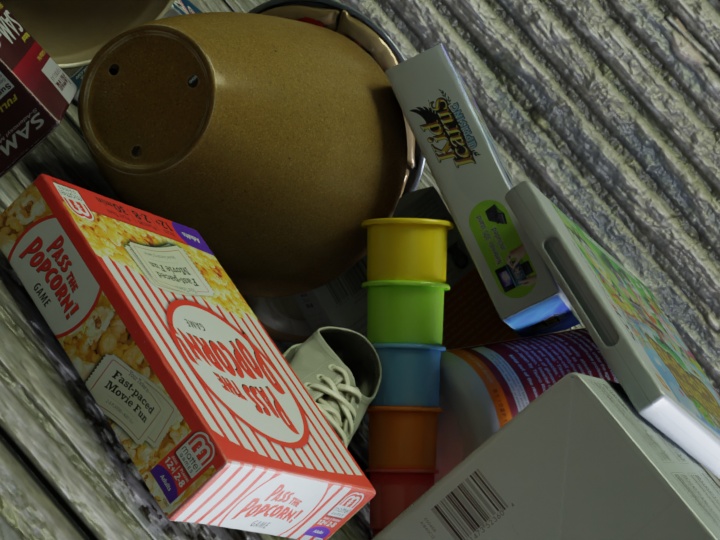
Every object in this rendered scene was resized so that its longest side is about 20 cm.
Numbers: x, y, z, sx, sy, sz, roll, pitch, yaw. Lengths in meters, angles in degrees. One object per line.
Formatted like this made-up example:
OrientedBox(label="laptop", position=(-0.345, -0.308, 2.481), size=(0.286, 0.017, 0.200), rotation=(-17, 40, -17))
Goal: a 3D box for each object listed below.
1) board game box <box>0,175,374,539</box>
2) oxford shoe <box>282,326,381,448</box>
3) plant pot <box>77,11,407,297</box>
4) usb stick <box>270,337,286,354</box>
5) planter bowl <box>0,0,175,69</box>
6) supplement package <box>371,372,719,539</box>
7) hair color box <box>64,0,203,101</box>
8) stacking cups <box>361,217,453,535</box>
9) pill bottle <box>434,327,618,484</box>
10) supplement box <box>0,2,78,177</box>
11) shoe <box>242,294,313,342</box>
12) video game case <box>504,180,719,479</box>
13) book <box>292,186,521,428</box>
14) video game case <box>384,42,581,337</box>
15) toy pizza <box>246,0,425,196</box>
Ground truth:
OrientedBox(label="board game box", position=(-0.095, 0.050, 1.223), size=(0.200, 0.046, 0.151), rotation=(54, 17, 26))
OrientedBox(label="oxford shoe", position=(-0.030, 0.086, 1.358), size=(0.075, 0.058, 0.200), rotation=(53, 23, -11))
OrientedBox(label="plant pot", position=(-0.090, -0.087, 1.442), size=(0.187, 0.186, 0.200), rotation=(53, 12, 19))
OrientedBox(label="usb stick", position=(-0.083, 0.039, 1.438), size=(0.200, 0.033, 0.055), rotation=(44, 12, -27))
OrientedBox(label="planter bowl", position=(-0.220, -0.231, 1.465), size=(0.200, 0.200, 0.135), rotation=(45, -16, -26))
OrientedBox(label="supplement package", position=(0.117, 0.176, 1.336), size=(0.147, 0.191, 0.200), rotation=(51, 9, 15))
OrientedBox(label="hair color box", position=(-0.128, -0.132, 1.683), size=(0.200, 0.100, 0.061), rotation=(38, 14, -50))
OrientedBox(label="stacking cups", position=(0.032, 0.068, 1.456), size=(0.060, 0.060, 0.201), rotation=(12, 77, -74))
OrientedBox(label="pill bottle", position=(0.129, 0.098, 1.539), size=(0.200, 0.113, 0.113), rotation=(-8, 48, -32))
OrientedBox(label="supplement box", position=(-0.254, -0.150, 1.311), size=(0.200, 0.061, 0.109), rotation=(48, 9, -12))
OrientedBox(label="shoe", position=(0.000, 0.000, 1.619), size=(0.200, 0.053, 0.070), rotation=(-14, 64, -39))
OrientedBox(label="video game case", position=(0.179, 0.048, 1.437), size=(0.200, 0.022, 0.182), rotation=(37, 19, -52))
OrientedBox(label="book", position=(0.049, 0.061, 1.581), size=(0.048, 0.134, 0.200), rotation=(-12, -69, 51))
OrientedBox(label="video game case", position=(0.085, -0.046, 1.545), size=(0.200, 0.045, 0.182), rotation=(36, 29, -78))
OrientedBox(label="toy pizza", position=(-0.040, -0.115, 1.787), size=(0.200, 0.200, 0.032), rotation=(50, 34, 6))
